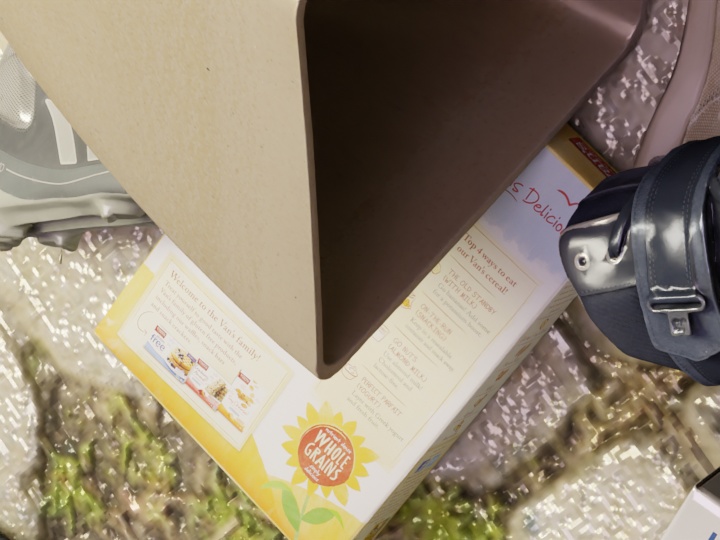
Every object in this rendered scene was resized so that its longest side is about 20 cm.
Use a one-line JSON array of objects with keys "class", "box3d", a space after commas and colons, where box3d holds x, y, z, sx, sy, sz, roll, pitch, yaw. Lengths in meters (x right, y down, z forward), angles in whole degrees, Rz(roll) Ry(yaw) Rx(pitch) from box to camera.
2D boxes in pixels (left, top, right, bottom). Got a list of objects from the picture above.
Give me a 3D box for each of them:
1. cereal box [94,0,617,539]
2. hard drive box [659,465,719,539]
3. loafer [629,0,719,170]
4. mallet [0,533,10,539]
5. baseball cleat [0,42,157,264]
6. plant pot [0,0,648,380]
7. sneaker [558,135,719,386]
[{"class": "cereal box", "box3d": [0.000, 0.000, 0.909, 0.144, 0.039, 0.200, 46, 115, 15]}, {"class": "hard drive box", "box3d": [0.175, 0.187, 0.834, 0.200, 0.077, 0.156, 34, 112, 18]}, {"class": "loafer", "box3d": [0.150, -0.079, 0.807, 0.068, 0.076, 0.200, 25, 118, 19]}, {"class": "mallet", "box3d": [-0.146, 0.144, 1.014, 0.200, 0.041, 0.066, 22, 110, 27]}, {"class": "baseball cleat", "box3d": [-0.094, -0.061, 0.904, 0.200, 0.070, 0.107, -5, 79, 42]}, {"class": "plant pot", "box3d": [-0.024, -0.124, 0.775, 0.177, 0.200, 0.200, 31, 151, 22]}, {"class": "sneaker", "box3d": [0.120, -0.049, 0.720, 0.146, 0.077, 0.203, 6, 119, 45]}]
